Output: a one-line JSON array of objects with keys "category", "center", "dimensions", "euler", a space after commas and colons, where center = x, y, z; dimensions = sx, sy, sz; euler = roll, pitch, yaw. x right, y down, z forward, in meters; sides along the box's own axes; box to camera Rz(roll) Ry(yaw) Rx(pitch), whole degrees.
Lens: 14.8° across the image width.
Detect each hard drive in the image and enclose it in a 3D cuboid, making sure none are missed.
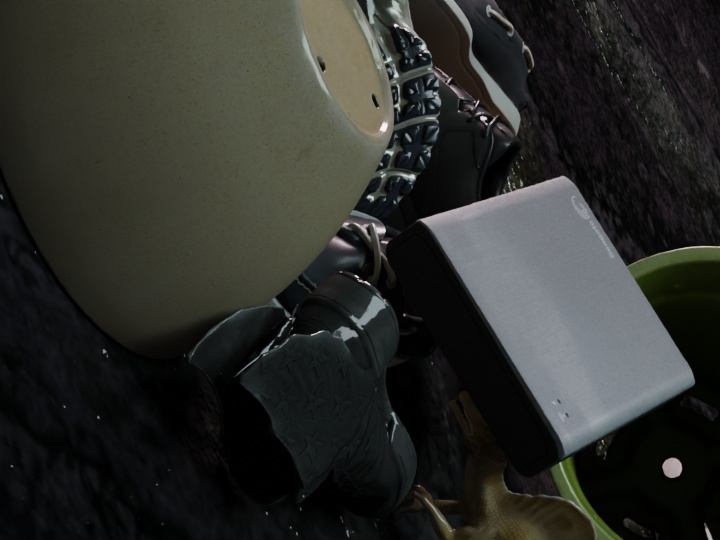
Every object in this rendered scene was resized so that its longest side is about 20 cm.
[{"category": "hard drive", "center": [0.099, 0.026, 1.467], "dimensions": [0.140, 0.033, 0.200], "euler": [58, 26, 7]}]

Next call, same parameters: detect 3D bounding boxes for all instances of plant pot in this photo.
[{"category": "plant pot", "center": [-0.064, -0.075, 1.259], "dimensions": [0.200, 0.134, 0.201], "euler": [51, 27, -40]}, {"category": "plant pot", "center": [0.200, 0.106, 1.667], "dimensions": [0.190, 0.199, 0.201], "euler": [93, -18, -76]}]

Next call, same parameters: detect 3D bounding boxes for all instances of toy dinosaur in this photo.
[{"category": "toy dinosaur", "center": [0.082, 0.151, 1.448], "dimensions": [0.200, 0.101, 0.058], "euler": [51, 31, -32]}]

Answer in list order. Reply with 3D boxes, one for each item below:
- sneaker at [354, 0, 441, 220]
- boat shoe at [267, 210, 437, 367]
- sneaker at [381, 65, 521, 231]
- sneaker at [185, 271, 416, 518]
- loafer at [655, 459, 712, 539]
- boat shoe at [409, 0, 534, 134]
[{"category": "sneaker", "center": [-0.003, -0.120, 1.536], "dimensions": [0.086, 0.077, 0.201], "euler": [149, -58, -73]}, {"category": "boat shoe", "center": [0.000, 0.000, 1.449], "dimensions": [0.200, 0.060, 0.076], "euler": [20, 52, -64]}, {"category": "sneaker", "center": [0.043, -0.082, 1.594], "dimensions": [0.076, 0.091, 0.201], "euler": [-7, 76, -65]}, {"category": "sneaker", "center": [-0.027, 0.075, 1.305], "dimensions": [0.104, 0.060, 0.200], "euler": [-47, 151, -30]}, {"category": "loafer", "center": [0.237, 0.191, 1.847], "dimensions": [0.070, 0.070, 0.200], "euler": [53, 26, -37]}, {"category": "boat shoe", "center": [0.056, -0.151, 1.694], "dimensions": [0.200, 0.074, 0.061], "euler": [46, 56, -51]}]
